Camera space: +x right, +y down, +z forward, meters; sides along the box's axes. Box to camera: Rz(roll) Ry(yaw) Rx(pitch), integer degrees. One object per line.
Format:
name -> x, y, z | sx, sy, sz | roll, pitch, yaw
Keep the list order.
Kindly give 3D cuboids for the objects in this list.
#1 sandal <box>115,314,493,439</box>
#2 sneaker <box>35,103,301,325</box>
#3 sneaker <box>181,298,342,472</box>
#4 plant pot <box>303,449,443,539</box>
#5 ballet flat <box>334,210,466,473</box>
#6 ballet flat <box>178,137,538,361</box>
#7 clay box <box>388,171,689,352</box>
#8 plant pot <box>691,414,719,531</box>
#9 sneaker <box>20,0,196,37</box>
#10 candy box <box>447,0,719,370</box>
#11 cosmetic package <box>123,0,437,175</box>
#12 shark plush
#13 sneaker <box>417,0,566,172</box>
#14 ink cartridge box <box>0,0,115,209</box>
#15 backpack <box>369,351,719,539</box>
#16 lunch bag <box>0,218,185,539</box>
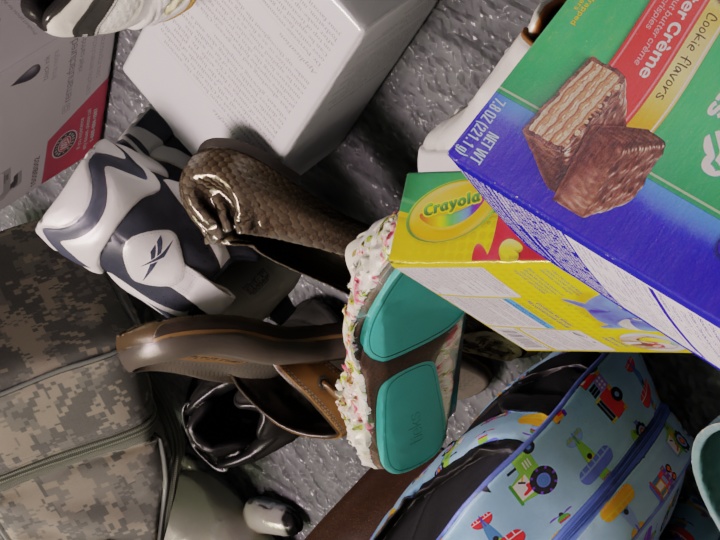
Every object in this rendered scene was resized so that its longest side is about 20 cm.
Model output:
sandal -> -0.028, 0.057, 1.411 | 0.082, 0.200, 0.055 | -26, 63, 55
sneaker -> -0.085, -0.018, 1.465 | 0.130, 0.080, 0.199 | 37, -173, 0
sneaker -> -0.069, 0.077, 1.584 | 0.076, 0.091, 0.200 | 51, 152, 1
plant pot -> 0.002, 0.227, 1.523 | 0.187, 0.200, 0.187 | 36, 146, 29
ballet flat -> 0.015, 0.019, 1.307 | 0.064, 0.076, 0.200 | 57, 153, 32
ballet flat -> 0.000, 0.000, 1.367 | 0.200, 0.046, 0.067 | 29, 150, -13
clay box -> 0.126, -0.004, 1.159 | 0.200, 0.048, 0.115 | -1, 159, 36
plant pot -> 0.245, 0.084, 1.057 | 0.200, 0.134, 0.200 | 41, 164, 15
sneaker -> -0.127, -0.197, 1.257 | 0.076, 0.088, 0.200 | 27, 131, 54
candy box -> 0.157, -0.050, 1.002 | 0.200, 0.169, 0.077 | 34, 174, 42
cosmetic package -> -0.036, -0.121, 1.343 | 0.101, 0.071, 0.200 | 50, 151, 6
shark plush -> -0.109, 0.159, 1.760 | 0.200, 0.091, 0.083 | 32, 175, 27
sneaker -> 0.086, -0.076, 1.237 | 0.200, 0.073, 0.085 | 176, 94, -65
ink cartridge box -> -0.239, -0.084, 1.549 | 0.083, 0.200, 0.147 | 44, 150, 17
backpack -> 0.089, 0.126, 1.325 | 0.135, 0.183, 0.200 | 42, 138, 5
lunch bag -> -0.189, 0.085, 1.673 | 0.200, 0.139, 0.168 | -127, 22, -58
